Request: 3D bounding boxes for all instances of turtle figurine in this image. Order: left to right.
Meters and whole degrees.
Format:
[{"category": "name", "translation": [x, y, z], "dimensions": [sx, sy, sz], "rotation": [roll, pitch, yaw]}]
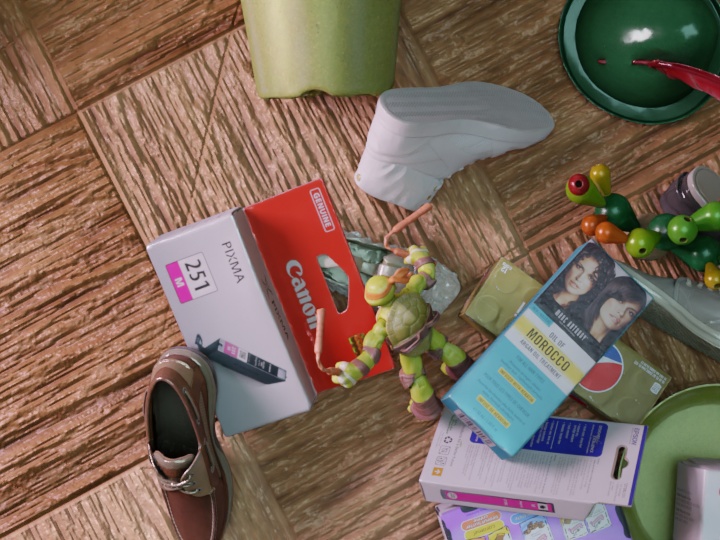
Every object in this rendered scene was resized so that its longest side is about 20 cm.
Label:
[{"category": "turtle figurine", "translation": [0.049, 0.049, 1.227], "dimensions": [0.162, 0.064, 0.201], "rotation": [54, 55, -33]}]

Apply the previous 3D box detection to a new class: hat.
[{"category": "hat", "translation": [0.296, -0.229, 1.243], "dimensions": [0.199, 0.176, 0.167], "rotation": [21, 86, 0]}]

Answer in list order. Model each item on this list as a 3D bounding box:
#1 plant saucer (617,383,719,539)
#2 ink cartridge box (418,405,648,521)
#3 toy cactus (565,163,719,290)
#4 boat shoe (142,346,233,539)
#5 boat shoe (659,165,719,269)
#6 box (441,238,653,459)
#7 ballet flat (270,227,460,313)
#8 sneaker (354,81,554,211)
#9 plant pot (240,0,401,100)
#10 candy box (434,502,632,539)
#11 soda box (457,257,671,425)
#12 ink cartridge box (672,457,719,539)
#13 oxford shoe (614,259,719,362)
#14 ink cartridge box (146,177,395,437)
[{"category": "plant saucer", "translation": [0.344, 0.210, 1.291], "dimensions": [0.198, 0.031, 0.202], "rotation": [0, 87, -2]}, {"category": "ink cartridge box", "translation": [0.160, 0.177, 1.228], "dimensions": [0.198, 0.037, 0.095], "rotation": [2, 44, 23]}, {"category": "toy cactus", "translation": [0.276, -0.044, 1.238], "dimensions": [0.198, 0.165, 0.103], "rotation": [14, 86, -1]}, {"category": "boat shoe", "translation": [-0.168, 0.174, 1.239], "dimensions": [0.075, 0.072, 0.202], "rotation": [-4, 105, 17]}, {"category": "boat shoe", "translation": [0.372, -0.014, 1.301], "dimensions": [0.200, 0.057, 0.067], "rotation": [50, 51, -2]}, {"category": "box", "translation": [0.171, 0.072, 1.216], "dimensions": [0.082, 0.049, 0.200], "rotation": [43, 79, 3]}, {"category": "ballet flat", "translation": [0.000, 0.000, 1.279], "dimensions": [0.198, 0.072, 0.072], "rotation": [17, 86, -1]}, {"category": "sneaker", "translation": [0.086, -0.117, 1.291], "dimensions": [0.198, 0.116, 0.074], "rotation": [-3, 46, -29]}, {"category": "plant pot", "translation": [-0.036, -0.255, 1.245], "dimensions": [0.198, 0.200, 0.186], "rotation": [-3, 98, -2]}, {"category": "candy box", "translation": [0.180, 0.296, 1.262], "dimensions": [0.166, 0.072, 0.202], "rotation": [-18, 87, -3]}, {"category": "soda box", "translation": [0.193, 0.073, 1.279], "dimensions": [0.199, 0.064, 0.068], "rotation": [35, 85, 2]}, {"category": "ink cartridge box", "translation": [0.368, 0.281, 1.231], "dimensions": [0.144, 0.083, 0.202], "rotation": [5, 87, -1]}, {"category": "oxford shoe", "translation": [0.319, 0.035, 1.282], "dimensions": [0.199, 0.075, 0.058], "rotation": [28, 81, -3]}, {"category": "ink cartridge box", "translation": [-0.082, 0.036, 1.245], "dimensions": [0.172, 0.044, 0.201], "rotation": [-19, 100, 14]}]
